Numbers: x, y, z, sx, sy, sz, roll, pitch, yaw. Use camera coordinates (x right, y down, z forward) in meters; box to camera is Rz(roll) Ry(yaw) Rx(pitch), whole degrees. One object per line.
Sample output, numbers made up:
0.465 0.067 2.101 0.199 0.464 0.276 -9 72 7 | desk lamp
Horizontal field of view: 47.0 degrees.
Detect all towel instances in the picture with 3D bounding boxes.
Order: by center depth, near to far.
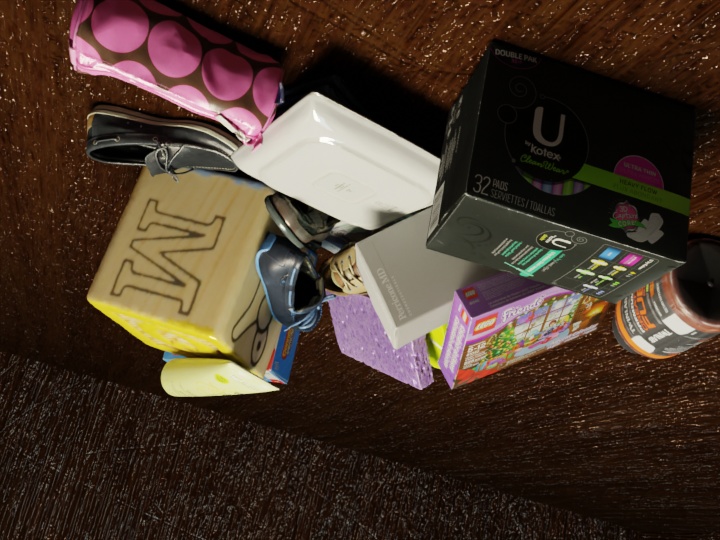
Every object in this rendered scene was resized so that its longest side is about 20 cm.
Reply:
-0.009 -0.127 0.872 0.110 0.050 0.199 -4 154 40 | towel

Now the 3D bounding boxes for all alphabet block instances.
-0.201 0.001 1.078 0.192 0.204 0.196 14 161 18 | alphabet block

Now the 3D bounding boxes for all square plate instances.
-0.014 -0.096 0.844 0.195 0.029 0.199 24 159 -26 | square plate

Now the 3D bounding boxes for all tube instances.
-0.188 0.136 1.053 0.057 0.053 0.197 -18 -174 -42 | tube

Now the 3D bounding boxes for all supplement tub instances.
0.375 0.044 0.998 0.104 0.110 0.201 13 159 -2 | supplement tub

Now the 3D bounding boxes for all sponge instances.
0.023 0.080 1.114 0.029 0.114 0.198 -23 -159 -29 | sponge

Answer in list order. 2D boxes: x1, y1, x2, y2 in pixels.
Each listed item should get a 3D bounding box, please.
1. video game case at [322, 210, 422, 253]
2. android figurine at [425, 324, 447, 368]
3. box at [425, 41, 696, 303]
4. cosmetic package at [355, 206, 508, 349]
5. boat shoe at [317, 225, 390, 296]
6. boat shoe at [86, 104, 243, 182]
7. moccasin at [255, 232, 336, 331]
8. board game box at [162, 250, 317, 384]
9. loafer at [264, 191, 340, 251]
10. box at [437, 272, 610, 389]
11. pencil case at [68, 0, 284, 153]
0.043 -0.036 1.119 0.180 0.024 0.198 28 155 -34 | video game case
0.087 0.049 1.071 0.181 0.041 0.203 37 153 49 | android figurine
0.175 -0.079 0.734 0.195 0.152 0.125 15 159 -7 | box
0.100 -0.012 0.885 0.196 0.108 0.091 -26 162 -10 | cosmetic package
0.000 0.000 1.040 0.077 0.073 0.199 62 159 -2 | boat shoe
-0.225 -0.138 0.959 0.195 0.064 0.075 12 158 0 | boat shoe
-0.078 0.032 1.043 0.067 0.082 0.201 21 162 21 | moccasin
-0.178 0.054 1.234 0.191 0.205 0.056 2 157 26 | board game box
-0.063 -0.070 0.984 0.073 0.062 0.200 54 -177 6 | loafer
0.183 0.045 0.882 0.196 0.040 0.138 -19 145 -17 | box
-0.167 -0.184 0.754 0.196 0.096 0.091 20 158 -17 | pencil case
